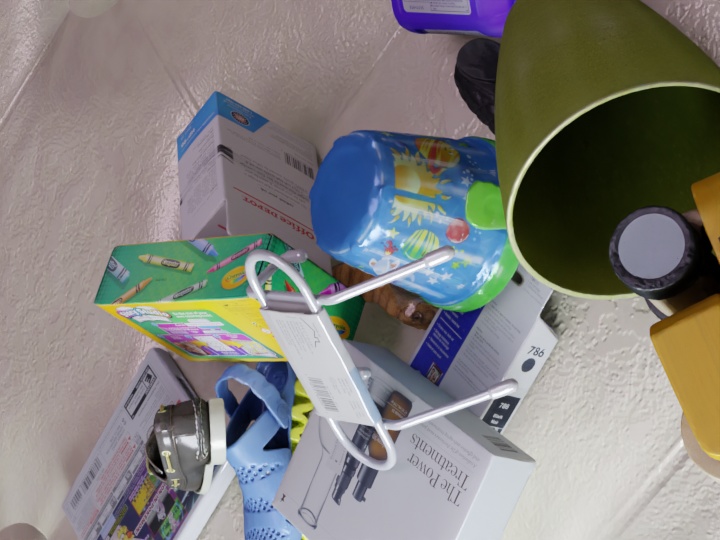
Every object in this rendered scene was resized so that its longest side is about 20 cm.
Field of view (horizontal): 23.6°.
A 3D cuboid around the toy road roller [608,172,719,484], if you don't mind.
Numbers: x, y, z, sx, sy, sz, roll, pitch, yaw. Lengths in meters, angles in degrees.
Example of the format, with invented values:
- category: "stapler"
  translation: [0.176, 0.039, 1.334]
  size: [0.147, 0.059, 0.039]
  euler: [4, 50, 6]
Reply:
- category: "toy road roller"
  translation: [0.257, 0.031, 1.092]
  size: [0.145, 0.123, 0.201]
  euler: [-25, 67, 16]

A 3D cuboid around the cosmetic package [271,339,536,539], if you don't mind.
- category: "cosmetic package"
  translation: [0.027, 0.163, 1.313]
  size: [0.200, 0.052, 0.151]
  euler: [34, 106, 48]

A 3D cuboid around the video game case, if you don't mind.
- category: "video game case"
  translation: [-0.202, 0.204, 1.640]
  size: [0.200, 0.023, 0.182]
  euler: [-58, 42, 16]

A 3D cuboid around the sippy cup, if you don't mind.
- category: "sippy cup"
  translation: [0.038, -0.046, 1.296]
  size: [0.178, 0.130, 0.140]
  euler: [-45, 47, 37]

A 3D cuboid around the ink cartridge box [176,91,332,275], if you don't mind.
- category: "ink cartridge box"
  translation: [-0.093, -0.051, 1.487]
  size: [0.068, 0.116, 0.200]
  euler: [-47, 31, 27]

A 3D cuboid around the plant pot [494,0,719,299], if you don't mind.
- category: "plant pot"
  translation: [0.169, -0.115, 1.217]
  size: [0.187, 0.187, 0.200]
  euler: [-48, 36, 27]

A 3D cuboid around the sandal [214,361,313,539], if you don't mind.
- category: "sandal"
  translation: [-0.087, 0.159, 1.474]
  size: [0.079, 0.087, 0.201]
  euler: [-20, 65, 41]

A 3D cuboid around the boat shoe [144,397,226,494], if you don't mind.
- category: "boat shoe"
  translation: [-0.154, 0.149, 1.475]
  size: [0.201, 0.060, 0.072]
  euler: [122, 144, -69]

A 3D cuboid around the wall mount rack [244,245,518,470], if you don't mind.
- category: "wall mount rack"
  translation: [0.009, 0.050, 1.235]
  size: [0.173, 0.201, 0.075]
  euler: [4, 40, 48]

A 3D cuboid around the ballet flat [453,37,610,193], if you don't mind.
- category: "ballet flat"
  translation: [0.139, -0.110, 1.343]
  size: [0.066, 0.057, 0.200]
  euler: [-35, 54, 2]

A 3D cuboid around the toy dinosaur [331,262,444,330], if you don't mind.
- category: "toy dinosaur"
  translation: [0.000, 0.000, 1.438]
  size: [0.200, 0.060, 0.107]
  euler: [15, 80, 58]

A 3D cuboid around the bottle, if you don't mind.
- category: "bottle"
  translation: [0.112, -0.220, 1.369]
  size: [0.200, 0.083, 0.066]
  euler: [13, 120, 51]

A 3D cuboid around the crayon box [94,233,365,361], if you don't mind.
- category: "crayon box"
  translation: [-0.110, 0.026, 1.425]
  size: [0.199, 0.119, 0.059]
  euler: [-3, 61, 43]

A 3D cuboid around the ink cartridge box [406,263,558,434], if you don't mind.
- category: "ink cartridge box"
  translation: [0.087, 0.074, 1.338]
  size: [0.099, 0.039, 0.201]
  euler: [47, 115, 46]
